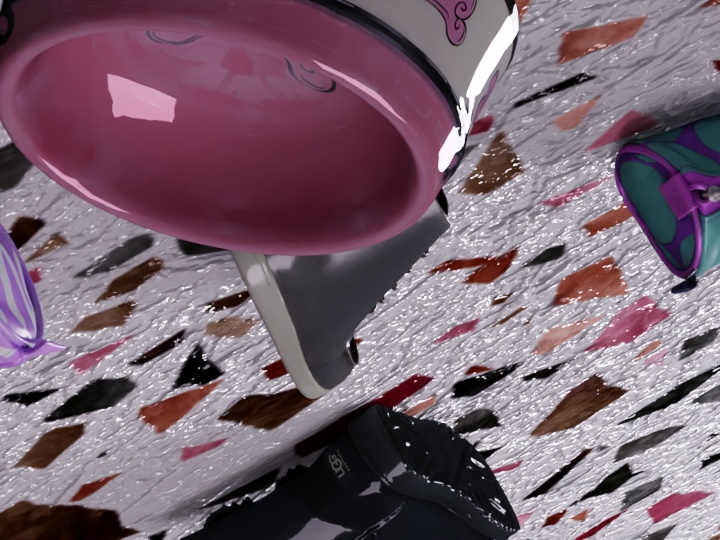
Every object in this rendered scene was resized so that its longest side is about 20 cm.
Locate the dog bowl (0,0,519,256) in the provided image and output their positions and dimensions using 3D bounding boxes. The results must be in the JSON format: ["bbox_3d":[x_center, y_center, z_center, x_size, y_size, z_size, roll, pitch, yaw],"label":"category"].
[{"bbox_3d":[-0.046,-0.075,1.095,0.200,0.074,0.200,10,153,5],"label":"dog bowl"}]

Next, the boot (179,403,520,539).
[{"bbox_3d":[-0.009,0.165,1.897,0.168,0.077,0.200,-35,152,16],"label":"boot"}]

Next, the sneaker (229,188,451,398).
[{"bbox_3d":[0.000,0.000,1.489,0.106,0.075,0.200,-23,160,1],"label":"sneaker"}]

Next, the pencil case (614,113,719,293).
[{"bbox_3d":[0.242,-0.061,1.613,0.200,0.085,0.092,-20,-175,-15],"label":"pencil case"}]

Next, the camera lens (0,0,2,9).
[{"bbox_3d":[-0.203,-0.068,0.944,0.160,0.160,0.200,-16,159,-25],"label":"camera lens"}]

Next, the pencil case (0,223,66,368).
[{"bbox_3d":[-0.233,0.046,1.315,0.200,0.086,0.084,-32,161,16],"label":"pencil case"}]
